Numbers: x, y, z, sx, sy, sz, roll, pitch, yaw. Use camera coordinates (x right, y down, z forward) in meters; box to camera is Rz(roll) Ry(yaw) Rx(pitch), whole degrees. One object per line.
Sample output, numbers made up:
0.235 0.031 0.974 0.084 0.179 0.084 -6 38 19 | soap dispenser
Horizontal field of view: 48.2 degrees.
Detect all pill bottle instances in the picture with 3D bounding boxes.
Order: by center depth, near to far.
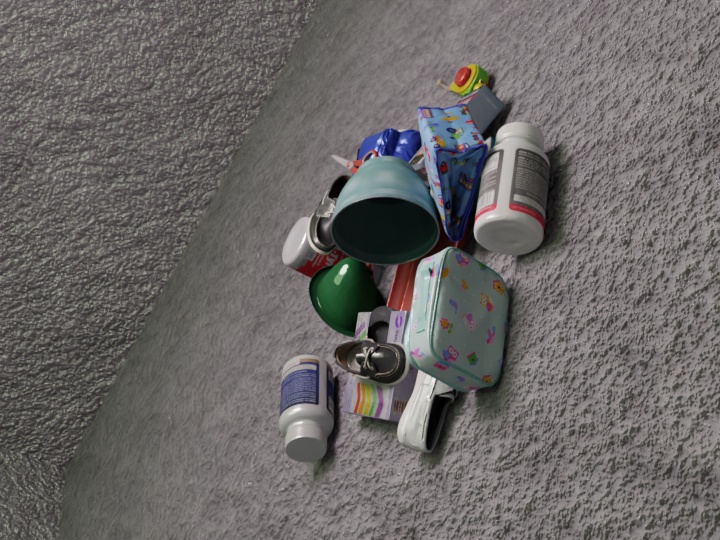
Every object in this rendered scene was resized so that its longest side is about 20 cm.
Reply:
0.248 -0.136 1.302 0.110 0.110 0.203 -30 40 52 | pill bottle
-0.108 0.279 1.625 0.111 0.110 0.202 -47 28 32 | pill bottle
-0.058 -0.023 1.714 0.112 0.198 0.113 -46 29 35 | pill bottle

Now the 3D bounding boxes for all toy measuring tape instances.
0.218 -0.399 1.684 0.074 0.073 0.200 -59 24 10 | toy measuring tape

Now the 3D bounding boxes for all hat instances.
0.000 0.000 1.549 0.201 0.164 0.177 52 137 19 | hat

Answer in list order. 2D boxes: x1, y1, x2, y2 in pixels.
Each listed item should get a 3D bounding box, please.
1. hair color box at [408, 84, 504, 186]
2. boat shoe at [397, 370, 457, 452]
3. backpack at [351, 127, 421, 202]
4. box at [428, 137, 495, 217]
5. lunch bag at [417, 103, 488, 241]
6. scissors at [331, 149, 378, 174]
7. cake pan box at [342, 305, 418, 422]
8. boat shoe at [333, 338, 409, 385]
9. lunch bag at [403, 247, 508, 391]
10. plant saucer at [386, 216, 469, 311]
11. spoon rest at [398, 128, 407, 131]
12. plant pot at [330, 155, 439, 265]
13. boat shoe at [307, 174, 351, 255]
0.179 -0.256 1.551 0.201 0.060 0.099 -51 12 -10 | hair color box
0.123 0.194 1.292 0.068 0.072 0.202 12 69 44 | boat shoe
0.065 -0.177 1.662 0.162 0.166 0.203 -9 64 68 | backpack
0.194 -0.159 1.513 0.199 0.049 0.083 -36 36 48 | box
0.150 -0.160 1.392 0.152 0.092 0.202 -102 10 -52 | lunch bag
-0.020 -0.206 1.635 0.199 0.014 0.074 10 88 58 | scissors
0.042 0.168 1.461 0.183 0.052 0.203 -4 73 61 | cake pan box
0.017 0.153 1.395 0.199 0.060 0.075 3 79 63 | boat shoe
0.147 0.072 1.241 0.077 0.159 0.203 -30 41 50 | lunch bag
0.128 0.002 1.499 0.199 0.036 0.203 -16 54 60 | plant saucer
0.089 -0.272 1.857 0.100 0.060 0.200 -55 12 16 | spoon rest
0.047 -0.122 1.484 0.200 0.198 0.136 -38 38 44 | plant pot
-0.058 -0.117 1.647 0.068 0.071 0.202 -52 15 46 | boat shoe
